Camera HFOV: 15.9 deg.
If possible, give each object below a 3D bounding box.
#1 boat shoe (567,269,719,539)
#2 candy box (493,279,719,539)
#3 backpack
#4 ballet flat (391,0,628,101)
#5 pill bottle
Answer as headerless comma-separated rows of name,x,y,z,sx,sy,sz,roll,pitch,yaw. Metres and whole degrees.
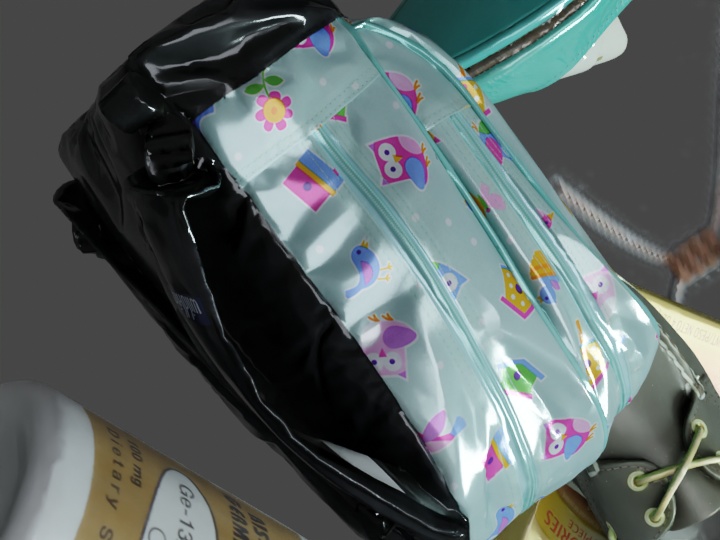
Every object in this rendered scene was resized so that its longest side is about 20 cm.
boat shoe,0.119,0.083,0.963,0.072,0.060,0.202,-34,114,-14
candy box,0.149,0.084,1.043,0.200,0.056,0.117,22,93,-27
backpack,0.000,0.000,0.860,0.127,0.167,0.200,-39,92,-11
ballet flat,0.090,-0.117,0.950,0.200,0.067,0.070,-47,134,-5
pill bottle,-0.068,0.132,0.918,0.200,0.114,0.115,34,88,-29
